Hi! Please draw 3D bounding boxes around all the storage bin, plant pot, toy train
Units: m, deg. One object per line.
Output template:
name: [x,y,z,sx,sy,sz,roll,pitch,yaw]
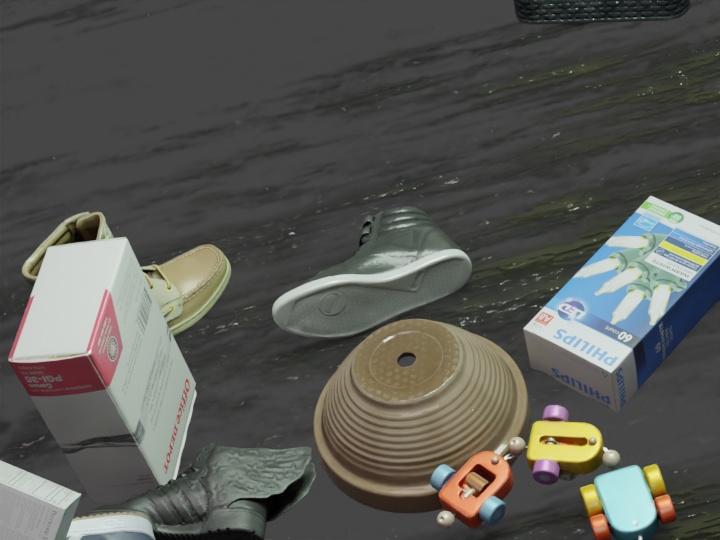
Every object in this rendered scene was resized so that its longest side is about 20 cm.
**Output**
storage bin: [0.273,-0.356,2.007,0.198,0.094,0.136,1,45,16]
plant pot: [0.049,0.109,1.591,0.199,0.093,0.202,-9,42,8]
toy train: [0.165,0.198,1.491,0.199,0.056,0.150,26,63,33]

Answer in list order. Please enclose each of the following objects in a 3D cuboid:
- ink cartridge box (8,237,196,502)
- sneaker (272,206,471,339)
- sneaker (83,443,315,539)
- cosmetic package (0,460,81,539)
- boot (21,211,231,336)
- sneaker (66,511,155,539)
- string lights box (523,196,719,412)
ink cartridge box: [-0.228,0.094,1.610,0.082,0.201,0.147,-6,43,15]
sneaker: [0.000,0.000,1.739,0.199,0.071,0.099,-17,41,-10]
sneaker: [-0.143,0.201,1.579,0.198,0.060,0.105,0,46,9]
cosmetic package: [-0.293,0.256,1.402,0.082,0.201,0.051,22,10,6]
boot: [-0.225,0.000,1.737,0.199,0.155,0.072,-34,46,-18]
sneaker: [-0.255,0.265,1.456,0.199,0.070,0.109,-8,48,-20]
string lights box: [0.252,0.029,1.637,0.102,0.059,0.200,26,57,34]
